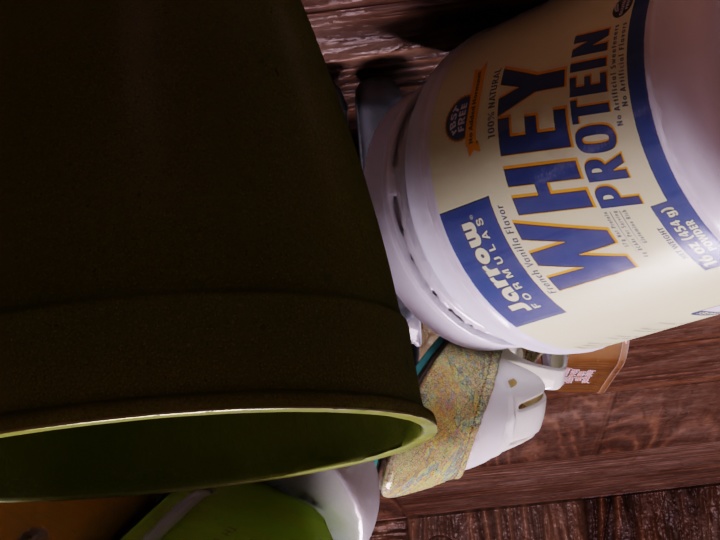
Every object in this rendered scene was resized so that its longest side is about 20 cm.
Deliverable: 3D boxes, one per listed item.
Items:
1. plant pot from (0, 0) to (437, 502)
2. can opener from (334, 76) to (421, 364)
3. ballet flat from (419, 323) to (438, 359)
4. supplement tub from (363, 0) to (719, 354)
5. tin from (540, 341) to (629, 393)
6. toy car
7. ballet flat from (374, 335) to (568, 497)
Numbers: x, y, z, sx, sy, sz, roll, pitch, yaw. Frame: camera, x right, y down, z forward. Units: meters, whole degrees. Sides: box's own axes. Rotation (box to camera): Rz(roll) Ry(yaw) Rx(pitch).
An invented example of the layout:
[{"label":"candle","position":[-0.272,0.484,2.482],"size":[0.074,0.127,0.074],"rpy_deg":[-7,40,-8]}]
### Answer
[{"label":"plant pot","position":[-0.083,-0.028,0.752],"size":[0.200,0.193,0.200],"rpy_deg":[-6,168,-1]},{"label":"can opener","position":[0.000,0.000,1.015],"size":[0.053,0.201,0.067],"rpy_deg":[-5,-156,-3]},{"label":"ballet flat","position":[0.002,-0.009,1.085],"size":[0.070,0.065,0.200],"rpy_deg":[12,145,54]},{"label":"supplement tub","position":[0.110,-0.046,0.871],"size":[0.145,0.145,0.200],"rpy_deg":[4,164,-39]},{"label":"tin","position":[0.126,0.006,1.209],"size":[0.042,0.112,0.200],"rpy_deg":[4,167,1]},{"label":"toy car","position":[-0.089,0.140,0.897],"size":[0.200,0.150,0.175],"rpy_deg":[11,-142,35]},{"label":"ballet flat","position":[0.059,0.047,0.978],"size":[0.071,0.071,0.200],"rpy_deg":[-11,-160,20]}]
